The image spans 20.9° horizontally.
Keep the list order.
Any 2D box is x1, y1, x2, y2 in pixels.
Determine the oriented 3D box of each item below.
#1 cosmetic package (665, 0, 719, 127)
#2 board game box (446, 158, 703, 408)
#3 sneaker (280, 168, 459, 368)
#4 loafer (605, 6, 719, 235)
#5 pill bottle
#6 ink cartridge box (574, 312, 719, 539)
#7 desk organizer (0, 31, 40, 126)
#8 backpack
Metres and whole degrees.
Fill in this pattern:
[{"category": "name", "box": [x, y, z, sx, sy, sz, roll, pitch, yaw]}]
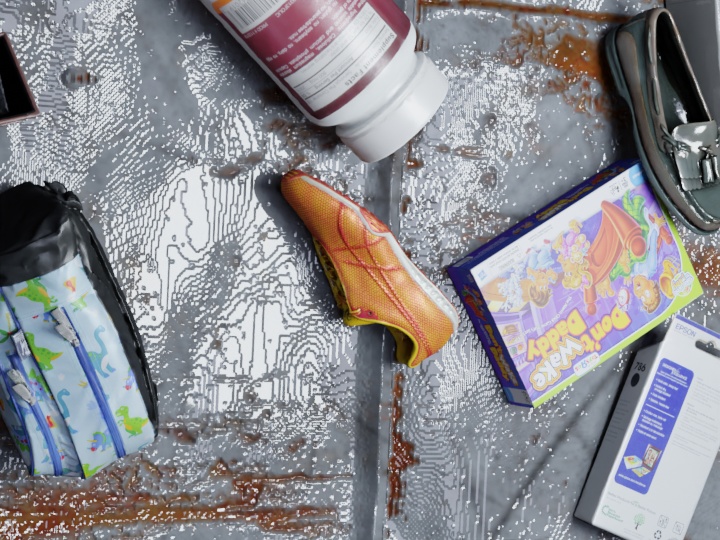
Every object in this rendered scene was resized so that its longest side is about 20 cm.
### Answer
[{"category": "cosmetic package", "box": [0.335, -0.228, 1.732, 0.106, 0.090, 0.202, -5, 97, -25]}, {"category": "board game box", "box": [0.188, 0.009, 1.690, 0.199, 0.045, 0.135, -32, 104, -21]}, {"category": "sneaker", "box": [0.000, 0.000, 1.588, 0.077, 0.073, 0.200, -44, 106, -7]}, {"category": "loafer", "box": [0.273, -0.130, 1.683, 0.071, 0.063, 0.202, -16, 79, -37]}, {"category": "pill bottle", "box": [-0.028, -0.189, 1.544, 0.200, 0.114, 0.114, 47, 73, -20]}, {"category": "ink cartridge box", "box": [0.271, 0.145, 1.731, 0.099, 0.039, 0.202, 25, 86, -23]}, {"category": "desk organizer", "box": [-0.340, -0.123, 1.417, 0.198, 0.077, 0.073, -16, 98, -24]}, {"category": "backpack", "box": [-0.223, 0.054, 1.447, 0.153, 0.163, 0.201, -39, 114, -10]}]
